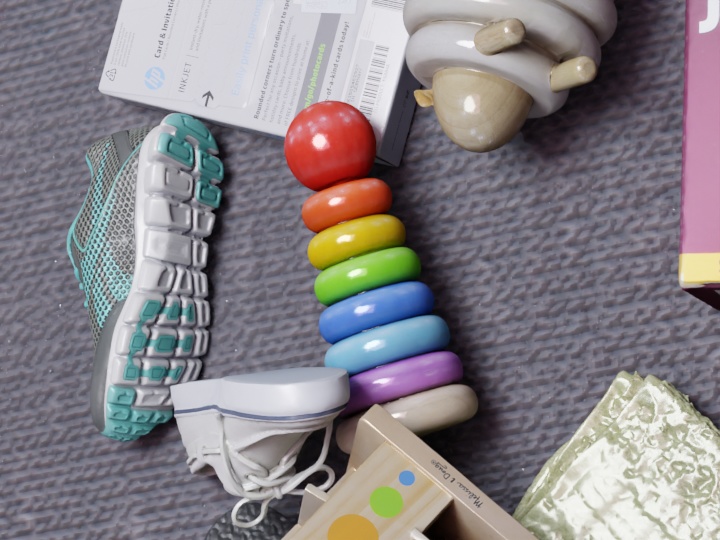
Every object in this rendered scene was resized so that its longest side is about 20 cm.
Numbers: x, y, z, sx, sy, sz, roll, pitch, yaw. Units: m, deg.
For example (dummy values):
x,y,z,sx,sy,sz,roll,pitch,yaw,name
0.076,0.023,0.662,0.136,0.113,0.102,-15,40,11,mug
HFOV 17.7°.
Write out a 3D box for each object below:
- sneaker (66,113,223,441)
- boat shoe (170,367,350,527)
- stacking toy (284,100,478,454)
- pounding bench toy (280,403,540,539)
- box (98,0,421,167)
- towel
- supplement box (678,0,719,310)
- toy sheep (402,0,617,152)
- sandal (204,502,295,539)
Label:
x,y,z,sx,sy,sz,roll,pitch,yaw,name
-0.142,0.004,1.421,0.091,0.077,0.202,3,79,39,sneaker
-0.058,0.102,1.315,0.202,0.074,0.087,-12,85,64,boat shoe
0.000,0.000,1.330,0.085,0.085,0.202,-19,84,18,stacking toy
0.025,0.210,1.237,0.200,0.125,0.156,39,62,14,pounding bench toy
-0.051,-0.161,1.417,0.199,0.041,0.157,14,87,23,box
0.179,0.164,1.272,0.200,0.036,0.149,41,97,23,towel
0.247,-0.082,1.247,0.130,0.103,0.202,-2,80,23,supplement box
0.089,-0.160,1.313,0.137,0.138,0.201,13,73,23,toy sheep
-0.012,0.215,1.332,0.075,0.048,0.200,-35,66,-22,sandal
